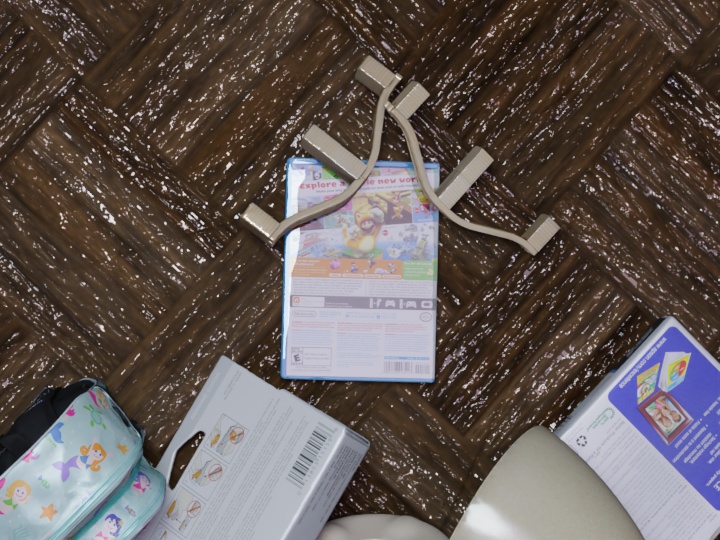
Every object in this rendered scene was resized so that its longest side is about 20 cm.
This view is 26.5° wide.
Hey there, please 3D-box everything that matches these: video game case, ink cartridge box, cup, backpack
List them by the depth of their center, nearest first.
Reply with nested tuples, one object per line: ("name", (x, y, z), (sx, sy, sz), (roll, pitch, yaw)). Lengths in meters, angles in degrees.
("cup", (0.162, 0.251, 1.272), (0.143, 0.200, 0.201), (29, 84, 21))
("backpack", (-0.254, 0.184, 1.278), (0.177, 0.200, 0.151), (-43, 91, -6))
("ink cartridge box", (-0.107, 0.197, 1.341), (0.043, 0.173, 0.201), (36, 83, -46))
("video game case", (0.000, 0.000, 1.401), (0.142, 0.018, 0.202), (2, 87, -4))
("ink cartridge box", (0.284, 0.181, 1.406), (0.200, 0.047, 0.198), (45, 83, -3))

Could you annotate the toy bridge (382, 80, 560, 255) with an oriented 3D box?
("toy bridge", (0.091, -0.083, 1.387), (0.200, 0.027, 0.067), (43, 89, -16))

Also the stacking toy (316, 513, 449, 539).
("stacking toy", (0.013, 0.329, 1.351), (0.145, 0.146, 0.202), (-2, 107, -5))

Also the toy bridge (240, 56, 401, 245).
("toy bridge", (-0.022, -0.102, 1.374), (0.067, 0.027, 0.200), (37, 74, 2))
